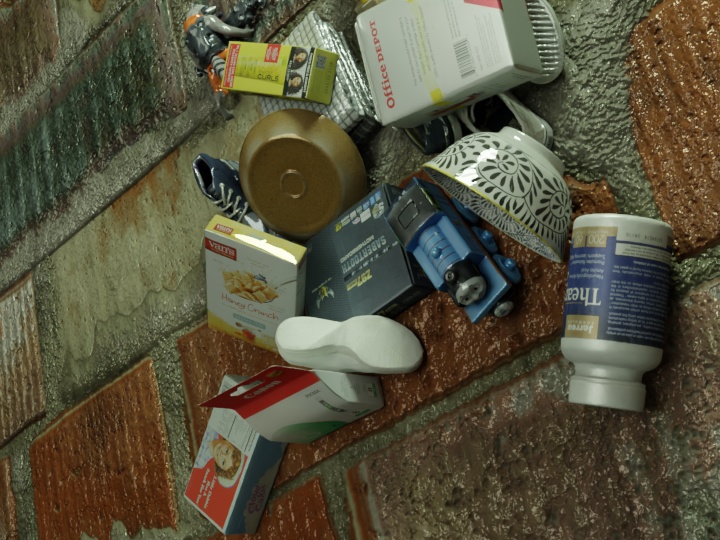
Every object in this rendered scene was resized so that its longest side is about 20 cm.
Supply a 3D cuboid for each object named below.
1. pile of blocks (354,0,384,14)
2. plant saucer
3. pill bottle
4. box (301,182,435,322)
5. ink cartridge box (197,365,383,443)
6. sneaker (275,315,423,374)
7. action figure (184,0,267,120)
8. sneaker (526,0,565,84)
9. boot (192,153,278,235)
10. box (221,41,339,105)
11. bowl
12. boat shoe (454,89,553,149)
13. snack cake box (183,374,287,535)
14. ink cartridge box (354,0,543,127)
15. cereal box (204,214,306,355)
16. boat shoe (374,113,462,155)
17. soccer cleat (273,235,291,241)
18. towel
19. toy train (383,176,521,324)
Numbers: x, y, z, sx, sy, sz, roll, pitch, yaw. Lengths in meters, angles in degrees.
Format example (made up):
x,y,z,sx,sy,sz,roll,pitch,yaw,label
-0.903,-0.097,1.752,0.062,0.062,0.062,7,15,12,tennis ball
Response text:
x,y,z,sx,sy,sz,roll,pitch,yaw,label
-0.020,-0.448,1.602,0.062,0.081,0.203,-31,61,34,pile of blocks
-0.089,-0.126,1.552,0.197,0.035,0.204,8,116,17,plant saucer
0.276,0.047,1.192,0.110,0.110,0.204,2,82,44,pill bottle
0.000,0.000,1.510,0.199,0.051,0.160,-35,60,35,box
-0.090,0.180,1.455,0.160,0.198,0.051,-30,64,36,ink cartridge box
-0.012,0.109,1.467,0.196,0.089,0.076,7,58,9,sneaker
-0.217,-0.372,1.767,0.194,0.104,0.201,51,118,27,action figure
0.199,-0.326,1.378,0.078,0.079,0.202,-29,85,18,sneaker
-0.193,-0.097,1.689,0.073,0.090,0.201,-51,51,23,boot
-0.118,-0.284,1.569,0.198,0.050,0.077,17,96,45,box
0.177,-0.103,1.277,0.200,0.200,0.095,35,90,42,bowl
0.158,-0.204,1.391,0.073,0.065,0.200,-56,49,19,boat shoe
-0.176,0.269,1.612,0.114,0.067,0.203,27,101,42,snack cake box
0.105,-0.275,1.335,0.198,0.083,0.148,-18,82,35,ink cartridge box
-0.148,0.026,1.538,0.142,0.040,0.202,19,138,14,cereal box
0.062,-0.219,1.476,0.201,0.061,0.076,55,152,36,boat shoe
-0.163,0.005,1.618,0.200,0.082,0.066,-47,55,54,soccer cleat
-0.066,-0.247,1.607,0.165,0.085,0.202,-41,57,32,towel
0.115,-0.024,1.359,0.087,0.113,0.201,-49,52,25,toy train
